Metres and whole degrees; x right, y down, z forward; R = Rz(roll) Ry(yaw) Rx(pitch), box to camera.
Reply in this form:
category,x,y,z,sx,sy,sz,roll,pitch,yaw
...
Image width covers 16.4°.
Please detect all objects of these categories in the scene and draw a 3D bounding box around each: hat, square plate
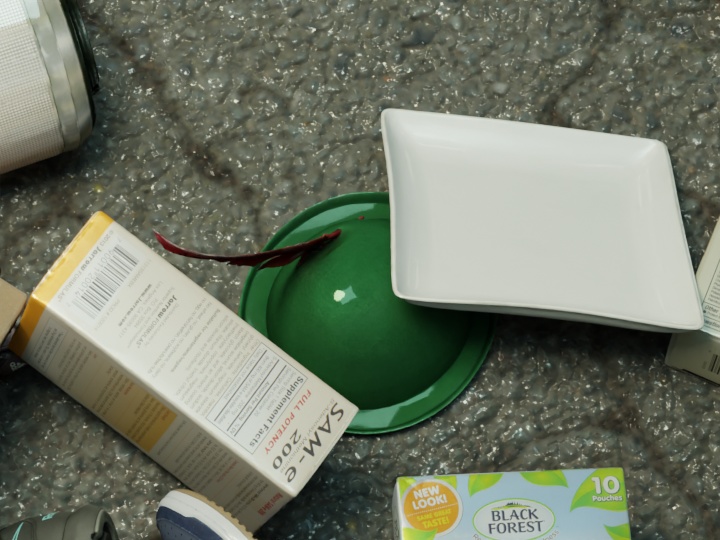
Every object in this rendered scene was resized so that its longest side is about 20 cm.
category,x,y,z,sx,sy,sz,roll,pitch,yaw
hat,0.000,0.000,1.562,0.165,0.176,0.200,41,70,15
square plate,0.113,-0.029,1.619,0.198,0.029,0.199,6,39,-7

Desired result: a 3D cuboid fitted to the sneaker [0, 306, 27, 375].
category,x,y,z,sx,sy,sz,roll,pitch,yaw
sneaker,-0.254,0.074,1.576,0.115,0.076,0.201,-1,65,-6

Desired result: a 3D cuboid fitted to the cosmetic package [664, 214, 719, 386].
category,x,y,z,sx,sy,sz,roll,pitch,yaw
cosmetic package,0.282,-0.017,1.640,0.105,0.071,0.201,23,67,9

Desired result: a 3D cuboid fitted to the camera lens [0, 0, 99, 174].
category,x,y,z,sx,sy,sz,roll,pitch,yaw
camera lens,-0.279,-0.131,1.620,0.199,0.160,0.161,-20,68,-11

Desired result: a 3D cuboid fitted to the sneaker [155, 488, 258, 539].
category,x,y,z,sx,sy,sz,roll,pitch,yaw
sneaker,-0.079,0.228,1.465,0.108,0.070,0.200,-38,75,-20

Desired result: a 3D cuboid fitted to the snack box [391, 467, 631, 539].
category,x,y,z,sx,sy,sz,roll,pitch,yaw
snack box,0.095,0.222,1.484,0.141,0.053,0.201,-2,65,-5

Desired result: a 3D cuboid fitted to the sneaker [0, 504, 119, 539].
category,x,y,z,sx,sy,sz,roll,pitch,yaw
sneaker,-0.196,0.240,1.514,0.079,0.076,0.201,-1,58,12

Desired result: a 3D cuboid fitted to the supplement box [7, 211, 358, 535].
category,x,y,z,sx,sy,sz,roll,pitch,yaw
supplement box,-0.111,0.065,1.533,0.200,0.126,0.074,38,68,-2

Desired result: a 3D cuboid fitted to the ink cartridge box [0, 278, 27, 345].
category,x,y,z,sx,sy,sz,roll,pitch,yaw
ink cartridge box,-0.318,0.030,1.468,0.199,0.075,0.165,32,40,-7
